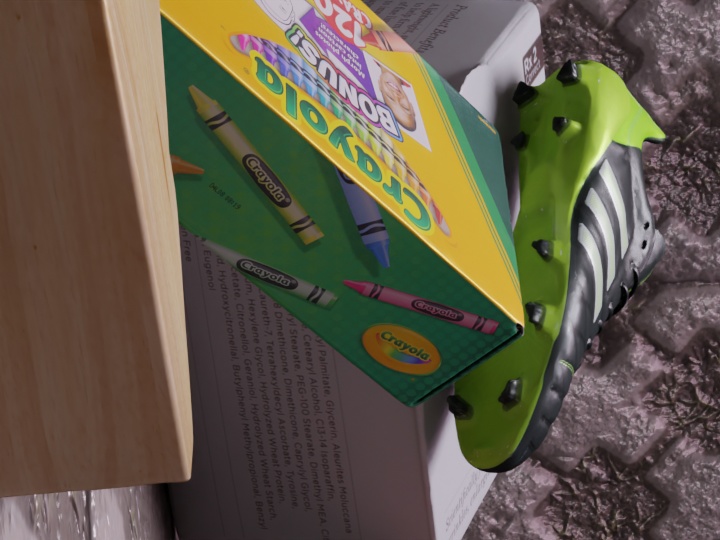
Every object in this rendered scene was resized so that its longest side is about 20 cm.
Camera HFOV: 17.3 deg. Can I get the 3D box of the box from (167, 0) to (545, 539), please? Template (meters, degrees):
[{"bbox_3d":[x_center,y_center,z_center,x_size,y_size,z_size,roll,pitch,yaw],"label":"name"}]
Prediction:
[{"bbox_3d":[0.000,0.000,1.078,0.199,0.130,0.201,-53,142,-54],"label":"box"}]

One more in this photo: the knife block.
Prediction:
[{"bbox_3d":[-0.086,-0.055,0.551,0.176,0.064,0.201,71,14,-79],"label":"knife block"}]

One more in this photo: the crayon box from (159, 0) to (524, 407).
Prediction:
[{"bbox_3d":[-0.029,-0.056,0.835,0.200,0.058,0.119,40,28,-30],"label":"crayon box"}]

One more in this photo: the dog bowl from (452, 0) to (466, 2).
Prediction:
[{"bbox_3d":[-0.010,-0.205,1.146,0.079,0.199,0.201,-48,147,-34],"label":"dog bowl"}]

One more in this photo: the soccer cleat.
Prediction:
[{"bbox_3d":[0.092,0.002,1.023,0.081,0.067,0.201,33,59,-31],"label":"soccer cleat"}]
